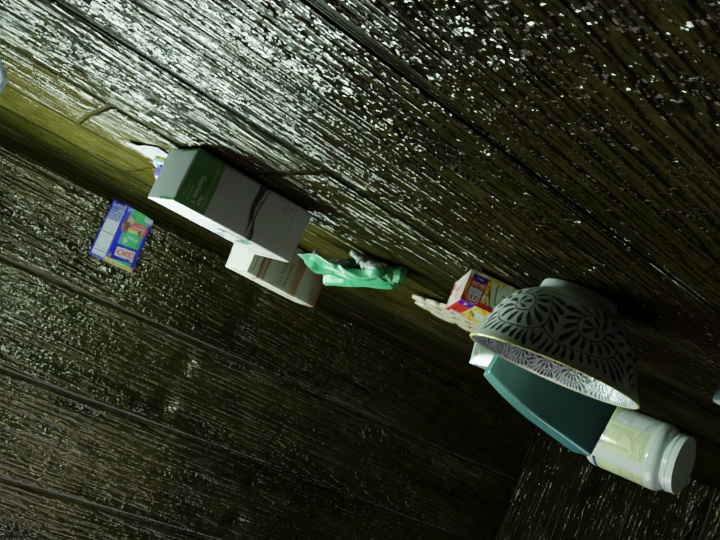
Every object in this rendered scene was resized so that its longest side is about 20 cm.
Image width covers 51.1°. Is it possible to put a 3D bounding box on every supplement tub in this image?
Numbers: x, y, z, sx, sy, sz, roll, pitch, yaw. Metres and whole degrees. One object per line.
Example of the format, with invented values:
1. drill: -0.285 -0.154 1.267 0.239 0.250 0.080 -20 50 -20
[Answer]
1. supplement tub: 0.606 0.386 1.635 0.198 0.148 0.144 17 170 44

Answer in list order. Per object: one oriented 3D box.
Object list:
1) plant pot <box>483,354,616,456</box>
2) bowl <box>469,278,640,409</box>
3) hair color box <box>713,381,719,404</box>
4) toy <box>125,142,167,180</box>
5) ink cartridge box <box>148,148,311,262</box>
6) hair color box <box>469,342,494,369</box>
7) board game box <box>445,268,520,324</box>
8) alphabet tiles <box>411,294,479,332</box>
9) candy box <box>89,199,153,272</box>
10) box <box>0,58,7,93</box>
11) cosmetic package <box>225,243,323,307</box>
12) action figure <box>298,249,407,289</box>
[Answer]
1. plant pot: 0.311 0.186 1.245 0.197 0.143 0.141 31 174 8
2. bowl: 0.229 0.070 0.840 0.197 0.096 0.201 24 173 3
3. hair color box: 0.440 0.135 0.679 0.196 0.062 0.099 25 173 1
4. toy: -0.300 -0.144 1.273 0.114 0.048 0.199 15 168 46
5. ink cartridge box: -0.191 -0.095 1.108 0.198 0.086 0.145 29 172 -30
6. hair color box: 0.308 0.179 1.410 0.198 0.062 0.098 23 170 -37
7. board game box: 0.222 0.067 1.033 0.196 0.047 0.152 24 173 3
8. alphabet tiles: 0.195 0.092 1.434 0.194 0.015 0.198 31 171 -36
9. candy box: -0.816 -0.116 2.582 0.076 0.204 0.169 21 173 19
10. box: -0.623 -0.287 1.065 0.194 0.120 0.199 27 173 -22
11. cosmetic package: -0.172 -0.010 1.590 0.198 0.105 0.086 29 170 -41
12. action figure: 0.000 0.000 1.275 0.197 0.056 0.118 9 163 41
